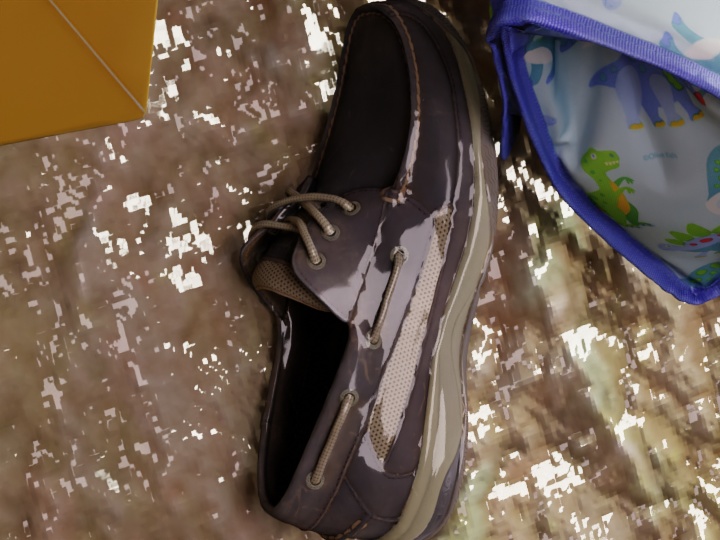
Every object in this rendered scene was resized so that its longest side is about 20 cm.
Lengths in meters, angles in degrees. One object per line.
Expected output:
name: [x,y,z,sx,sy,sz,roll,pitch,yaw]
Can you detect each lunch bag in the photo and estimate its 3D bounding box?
lunch bag: [0.118,-0.108,1.015,0.200,0.127,0.170,39,51,-43]

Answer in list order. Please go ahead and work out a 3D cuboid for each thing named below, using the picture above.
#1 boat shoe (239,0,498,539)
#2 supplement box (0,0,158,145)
boat shoe: [0.000,0.000,1.000,0.073,0.074,0.201,4,86,-32]
supplement box: [-0.189,-0.120,0.763,0.197,0.200,0.133,-14,121,-43]
